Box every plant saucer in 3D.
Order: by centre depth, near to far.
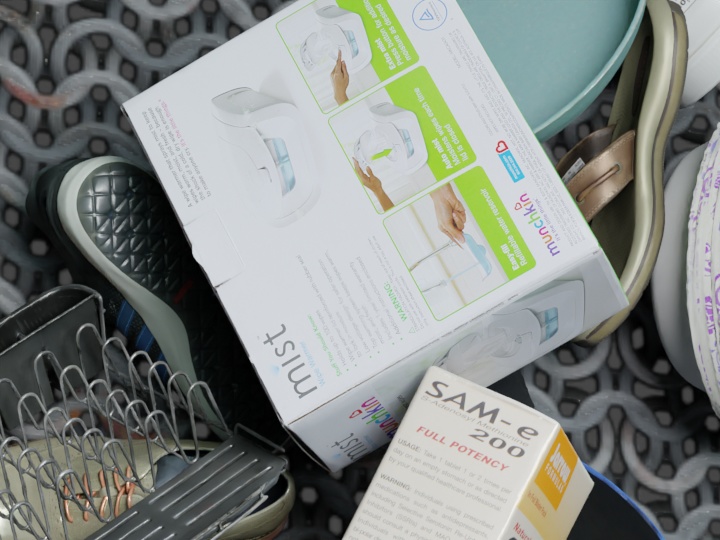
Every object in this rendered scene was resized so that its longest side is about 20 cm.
[{"bbox_3d":[0.073,-0.125,1.449,0.036,0.200,0.200,51,57,-41],"label":"plant saucer"}]

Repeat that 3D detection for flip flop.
[{"bbox_3d":[0.137,-0.057,1.478,0.058,0.081,0.200,11,92,-16],"label":"flip flop"}]

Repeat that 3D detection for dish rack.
[{"bbox_3d":[-0.141,0.089,1.309,0.153,0.200,0.055,-35,127,-27],"label":"dish rack"}]

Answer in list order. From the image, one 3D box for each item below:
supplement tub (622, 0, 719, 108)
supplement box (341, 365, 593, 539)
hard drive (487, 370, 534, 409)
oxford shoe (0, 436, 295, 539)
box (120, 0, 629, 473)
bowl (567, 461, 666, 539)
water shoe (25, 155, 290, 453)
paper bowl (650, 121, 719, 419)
[{"bbox_3d":[0.154,-0.206,1.554,0.200,0.132,0.132,40,64,-6],"label":"supplement tub"},{"bbox_3d":[0.032,0.161,1.277,0.073,0.126,0.200,24,79,19],"label":"supplement box"},{"bbox_3d":[0.000,0.000,1.432,0.140,0.038,0.200,1,57,-44],"label":"hard drive"},{"bbox_3d":[-0.131,0.113,1.369,0.200,0.074,0.071,-5,76,-12],"label":"oxford shoe"},{"bbox_3d":[0.005,-0.033,1.317,0.176,0.097,0.200,-31,66,4],"label":"box"},{"bbox_3d":[0.106,0.177,1.415,0.201,0.039,0.201,27,39,-24],"label":"bowl"},{"bbox_3d":[-0.101,0.015,1.423,0.072,0.079,0.200,-45,118,-23],"label":"water shoe"},{"bbox_3d":[0.235,-0.002,1.504,0.201,0.104,0.201,-5,96,-59],"label":"paper bowl"}]
